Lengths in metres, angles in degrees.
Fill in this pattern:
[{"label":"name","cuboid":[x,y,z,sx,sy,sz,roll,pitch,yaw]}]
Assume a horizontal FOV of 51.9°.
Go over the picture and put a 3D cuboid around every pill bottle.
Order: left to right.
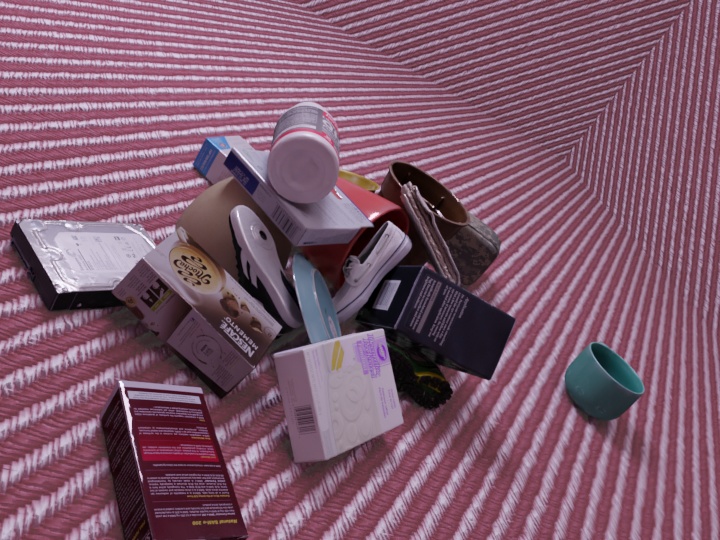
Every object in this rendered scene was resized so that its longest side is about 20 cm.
[{"label":"pill bottle","cuboid":[-0.087,-0.197,1.175,0.110,0.111,0.201,28,26,-17]}]

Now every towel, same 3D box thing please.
[{"label":"towel","cuboid":[0.125,-0.062,1.321,0.133,0.034,0.202,-29,93,-87]}]

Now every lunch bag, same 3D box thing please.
[{"label":"lunch bag","cuboid":[0.237,-0.081,1.779,0.199,0.140,0.168,36,26,-3]}]

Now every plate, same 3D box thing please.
[{"label":"plate","cuboid":[-0.060,0.066,1.139,0.200,0.025,0.203,-18,91,-84]}]

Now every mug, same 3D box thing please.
[{"label":"mug","cuboid":[0.531,0.249,1.629,0.152,0.115,0.184,47,26,21]}]

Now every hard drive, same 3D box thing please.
[{"label":"hard drive","cuboid":[-0.357,-0.011,1.012,0.199,0.038,0.140,-2,45,-52]}]

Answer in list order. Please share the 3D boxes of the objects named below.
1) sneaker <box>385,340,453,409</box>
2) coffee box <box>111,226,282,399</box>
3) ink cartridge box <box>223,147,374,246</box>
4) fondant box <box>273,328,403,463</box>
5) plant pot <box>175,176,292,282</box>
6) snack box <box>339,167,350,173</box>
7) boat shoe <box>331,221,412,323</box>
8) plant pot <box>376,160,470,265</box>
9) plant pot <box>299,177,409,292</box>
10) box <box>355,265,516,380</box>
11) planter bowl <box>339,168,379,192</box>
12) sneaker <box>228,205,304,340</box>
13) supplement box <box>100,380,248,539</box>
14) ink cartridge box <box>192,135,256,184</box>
[{"label":"sneaker","cuboid":[0.062,0.161,1.235,0.199,0.078,0.085,33,17,-30]},{"label":"coffee box","cuboid":[-0.213,0.055,0.987,0.200,0.080,0.113,46,27,-7]},{"label":"ink cartridge box","cuboid":[-0.098,-0.120,1.211,0.200,0.041,0.199,47,27,21]},{"label":"fondant box","cuboid":[-0.026,0.168,1.033,0.199,0.058,0.146,-7,84,-57]},{"label":"plant pot","cuboid":[-0.189,-0.081,1.234,0.199,0.135,0.201,29,27,-16]},{"label":"snack box","cuboid":[-0.014,-0.175,1.748,0.071,0.024,0.201,25,28,-23]},{"label":"boat shoe","cuboid":[0.000,0.000,1.275,0.067,0.200,0.073,44,-7,-21]},{"label":"plant pot","cuboid":[0.090,-0.086,1.527,0.199,0.199,0.201,28,27,-16]},{"label":"plant pot","cuboid":[-0.035,-0.081,1.387,0.177,0.202,0.200,38,24,24]},{"label":"box","cuboid":[0.124,0.085,1.277,0.198,0.119,0.196,29,-9,-18]},{"label":"planter bowl","cuboid":[-0.064,-0.163,1.562,0.198,0.084,0.201,15,16,-4]},{"label":"sneaker","cuboid":[-0.171,0.014,1.107,0.202,0.111,0.073,62,27,4]},{"label":"supplement box","cuboid":[-0.204,0.216,0.794,0.108,0.061,0.201,14,33,-39]},{"label":"ink cartridge box","cuboid":[-0.213,-0.172,1.434,0.200,0.068,0.115,42,26,12]}]
